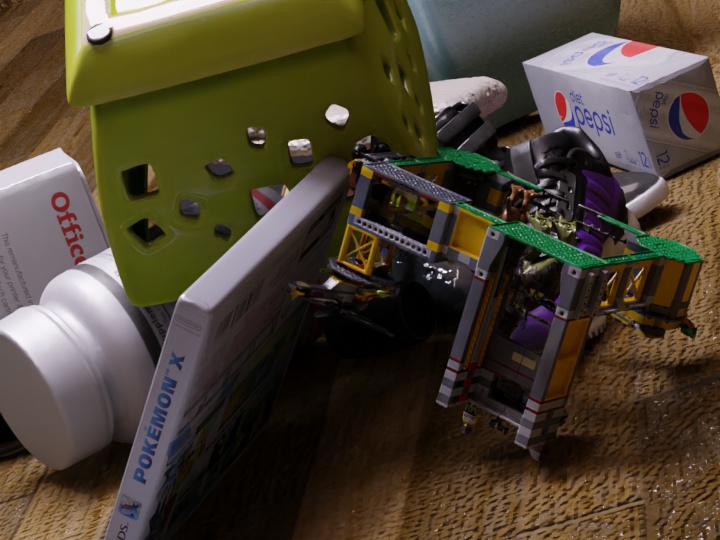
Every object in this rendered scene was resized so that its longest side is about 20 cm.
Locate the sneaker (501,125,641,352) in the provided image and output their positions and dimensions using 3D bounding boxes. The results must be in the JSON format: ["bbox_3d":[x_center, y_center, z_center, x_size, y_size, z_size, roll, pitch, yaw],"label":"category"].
[{"bbox_3d":[0.106,-0.025,1.356,0.069,0.100,0.200,-13,21,22],"label":"sneaker"}]

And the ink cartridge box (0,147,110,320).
[{"bbox_3d":[-0.262,0.023,1.561,0.199,0.147,0.086,-23,14,-11],"label":"ink cartridge box"}]

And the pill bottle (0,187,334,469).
[{"bbox_3d":[-0.124,0.035,1.419,0.199,0.114,0.114,-30,19,-29],"label":"pill bottle"}]

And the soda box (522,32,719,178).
[{"bbox_3d":[0.185,-0.119,1.630,0.063,0.069,0.200,-23,16,-12],"label":"soda box"}]

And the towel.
[{"bbox_3d":[-0.005,-0.107,1.662,0.199,0.035,0.132,-5,12,20],"label":"towel"}]

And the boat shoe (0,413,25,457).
[{"bbox_3d":[-0.298,0.092,1.480,0.200,0.072,0.061,-7,21,0],"label":"boat shoe"}]

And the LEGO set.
[{"bbox_3d":[0.070,0.020,1.219,0.199,0.116,0.154,23,18,22],"label":"LEGO set"}]

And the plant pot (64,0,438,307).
[{"bbox_3d":[-0.071,-0.124,1.342,0.198,0.182,0.201,-14,44,7],"label":"plant pot"}]

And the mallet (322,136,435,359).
[{"bbox_3d":[0.006,-0.040,1.433,0.066,0.201,0.041,-23,-31,34],"label":"mallet"}]

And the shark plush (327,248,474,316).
[{"bbox_3d":[0.000,0.000,1.480,0.199,0.091,0.084,-2,54,35],"label":"shark plush"}]

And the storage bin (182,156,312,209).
[{"bbox_3d":[-0.084,-0.117,1.823,0.199,0.135,0.146,-19,16,6],"label":"storage bin"}]

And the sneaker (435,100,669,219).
[{"bbox_3d":[0.097,-0.063,1.500,0.199,0.100,0.071,-9,17,29],"label":"sneaker"}]

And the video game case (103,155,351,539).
[{"bbox_3d":[-0.071,0.051,1.234,0.022,0.183,0.200,25,30,10],"label":"video game case"}]

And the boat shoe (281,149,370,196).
[{"bbox_3d":[-0.001,-0.052,1.628,0.067,0.072,0.200,-15,14,23],"label":"boat shoe"}]

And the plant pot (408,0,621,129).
[{"bbox_3d":[0.093,-0.223,1.831,0.195,0.201,0.196,-23,16,-18],"label":"plant pot"}]
